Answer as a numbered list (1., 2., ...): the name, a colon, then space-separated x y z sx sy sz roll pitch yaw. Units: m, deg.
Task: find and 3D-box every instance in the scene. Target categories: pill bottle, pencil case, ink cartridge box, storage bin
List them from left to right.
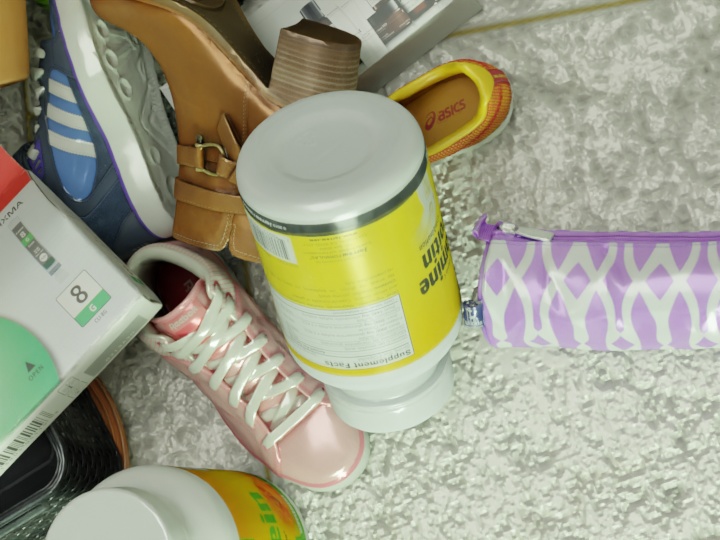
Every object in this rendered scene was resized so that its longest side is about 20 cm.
1. storage bin: -0.263 0.084 1.426 0.135 0.094 0.200 -32 73 11
2. ink cartridge box: -0.247 0.010 1.358 0.200 0.050 0.161 44 91 14
3. pill bottle: -0.113 0.175 1.327 0.111 0.200 0.111 -2 83 18
4. pill bottle: 0.000 0.000 1.305 0.112 0.200 0.112 -9 42 8
5. pencil case: 0.166 0.004 1.316 0.200 0.084 0.086 0 114 14

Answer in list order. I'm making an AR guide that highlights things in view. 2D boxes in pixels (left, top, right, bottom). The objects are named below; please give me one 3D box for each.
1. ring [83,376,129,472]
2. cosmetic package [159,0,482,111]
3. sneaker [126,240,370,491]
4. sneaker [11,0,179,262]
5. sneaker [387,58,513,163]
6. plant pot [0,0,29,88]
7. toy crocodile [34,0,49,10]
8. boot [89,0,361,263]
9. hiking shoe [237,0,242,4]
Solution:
1. ring: -0.246 0.138 1.472 0.200 0.019 0.201 -3 82 18
2. cosmetic package: -0.027 -0.145 1.417 0.200 0.051 0.083 -38 73 10
3. sneaker: -0.080 0.059 1.383 0.075 0.105 0.200 -42 74 7
4. sneaker: -0.204 -0.093 1.440 0.146 0.081 0.200 -20 90 25
5. sneaker: 0.004 -0.073 1.385 0.200 0.077 0.073 -38 75 14
6. plant pot: -0.296 -0.169 1.384 0.200 0.200 0.140 -15 97 16
7. toy crocodile: -0.226 -0.210 1.491 0.200 0.062 0.068 8 87 15
8. boot: -0.097 -0.096 1.373 0.200 0.077 0.155 19 110 15
9. hiking shoe: -0.098 -0.245 1.451 0.087 0.074 0.200 26 85 32
